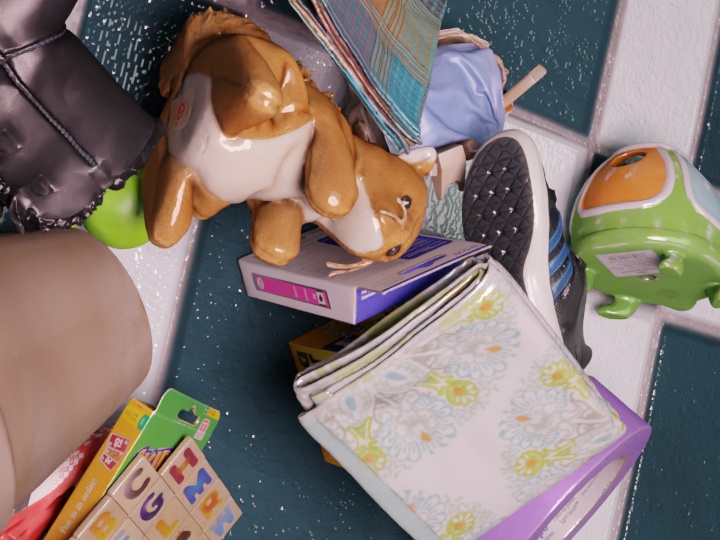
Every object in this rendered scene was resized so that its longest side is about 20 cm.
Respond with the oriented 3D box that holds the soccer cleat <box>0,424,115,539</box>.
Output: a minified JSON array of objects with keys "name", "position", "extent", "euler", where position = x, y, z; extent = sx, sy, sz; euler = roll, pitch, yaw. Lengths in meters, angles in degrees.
[{"name":"soccer cleat","position":[-0.225,0.149,0.884],"extent":[0.200,0.085,0.069],"euler":[-37,148,-45]}]

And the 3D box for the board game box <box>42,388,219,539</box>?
[{"name":"board game box","position":[-0.169,0.169,0.878],"extent":[0.200,0.030,0.096],"euler":[-56,157,-5]}]

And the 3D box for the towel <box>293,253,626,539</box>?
[{"name":"towel","position":[0.071,0.100,0.905],"extent":[0.171,0.048,0.200],"euler":[-35,122,10]}]

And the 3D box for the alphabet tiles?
[{"name":"alphabet tiles","position":[-0.151,0.208,0.906],"extent":[0.166,0.006,0.200],"euler":[-51,151,-20]}]

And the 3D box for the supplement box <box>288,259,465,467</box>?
[{"name":"supplement box","position":[0.063,0.072,1.041],"extent":[0.200,0.109,0.109],"euler":[-25,106,-30]}]

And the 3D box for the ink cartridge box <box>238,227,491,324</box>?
[{"name":"ink cartridge box","position":[0.000,0.000,0.939],"extent":[0.095,0.200,0.037],"euler":[-23,107,-29]}]

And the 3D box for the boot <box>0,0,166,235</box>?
[{"name":"boot","position":[-0.168,-0.127,0.745],"extent":[0.198,0.073,0.163],"euler":[-42,128,-10]}]

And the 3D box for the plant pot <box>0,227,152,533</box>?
[{"name":"plant pot","position":[-0.230,0.056,0.805],"extent":[0.173,0.200,0.200],"euler":[-28,108,-39]}]

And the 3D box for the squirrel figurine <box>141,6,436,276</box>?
[{"name":"squirrel figurine","position":[-0.042,-0.088,0.886],"extent":[0.186,0.200,0.142],"euler":[18,121,-31]}]

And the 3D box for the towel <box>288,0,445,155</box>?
[{"name":"towel","position":[0.009,-0.188,0.889],"extent":[0.147,0.022,0.200],"euler":[52,30,-27]}]

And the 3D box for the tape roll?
[{"name":"tape roll","position":[0.147,0.181,1.060],"extent":[0.200,0.066,0.200],"euler":[-40,157,-21]}]

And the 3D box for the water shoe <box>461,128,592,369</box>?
[{"name":"water shoe","position":[0.129,-0.009,0.987],"extent":[0.079,0.071,0.200],"euler":[-16,102,-48]}]

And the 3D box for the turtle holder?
[{"name":"turtle holder","position":[0.271,-0.032,1.156],"extent":[0.185,0.141,0.132],"euler":[17,67,-24]}]

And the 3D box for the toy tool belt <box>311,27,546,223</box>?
[{"name":"toy tool belt","position":[0.040,-0.113,1.001],"extent":[0.200,0.123,0.125],"euler":[-29,104,-28]}]

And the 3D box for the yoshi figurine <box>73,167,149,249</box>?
[{"name":"yoshi figurine","position":[-0.205,-0.062,0.864],"extent":[0.200,0.112,0.112],"euler":[2,109,-36]}]
